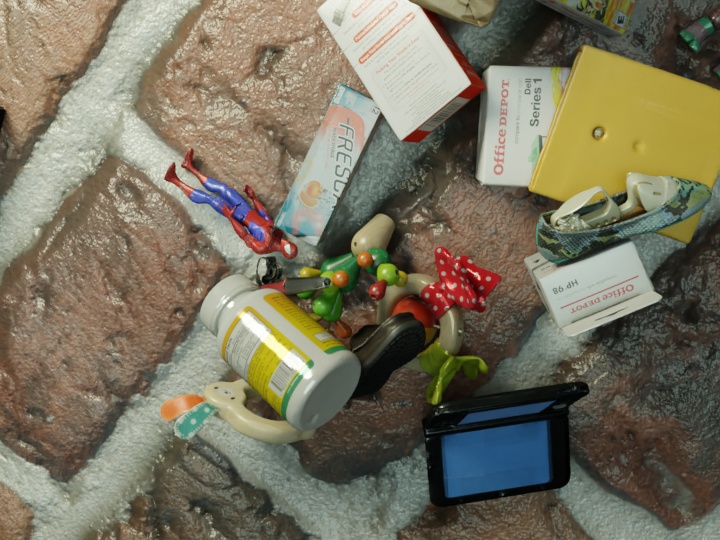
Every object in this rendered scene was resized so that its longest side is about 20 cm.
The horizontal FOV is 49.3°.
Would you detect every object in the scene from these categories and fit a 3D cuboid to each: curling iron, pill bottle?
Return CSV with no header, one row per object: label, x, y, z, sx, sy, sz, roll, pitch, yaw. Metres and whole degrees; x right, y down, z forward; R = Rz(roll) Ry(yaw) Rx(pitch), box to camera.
curling iron,-0.090,0.010,0.987,0.025,0.200,0.050,-2,95,-28
pill bottle,-0.104,0.093,0.961,0.200,0.113,0.113,37,102,27

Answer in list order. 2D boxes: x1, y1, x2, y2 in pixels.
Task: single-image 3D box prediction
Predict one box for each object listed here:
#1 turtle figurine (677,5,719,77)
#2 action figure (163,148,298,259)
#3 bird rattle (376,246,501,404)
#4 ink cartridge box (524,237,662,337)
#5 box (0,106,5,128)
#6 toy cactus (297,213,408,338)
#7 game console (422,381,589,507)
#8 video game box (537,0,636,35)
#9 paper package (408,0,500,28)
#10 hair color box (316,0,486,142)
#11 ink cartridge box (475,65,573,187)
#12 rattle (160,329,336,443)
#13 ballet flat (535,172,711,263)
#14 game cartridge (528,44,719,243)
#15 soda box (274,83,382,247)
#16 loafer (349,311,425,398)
turtle figurine,0.482,-0.319,0.915,0.150,0.101,0.200,49,116,12
action figure,-0.163,-0.081,1.035,0.200,0.065,0.052,39,130,-2
bird rattle,0.087,0.066,1.007,0.162,0.112,0.201,9,113,35
ink cartridge box,0.271,0.007,0.936,0.115,0.200,0.067,-24,97,8
box,-0.608,-0.174,1.054,0.199,0.086,0.165,20,101,2
toy cactus,0.000,0.000,0.998,0.102,0.200,0.165,42,60,-13
game console,0.188,0.227,1.009,0.199,0.176,0.117,-8,71,-6
video game box,0.269,-0.397,0.902,0.181,0.047,0.201,10,102,-33
paper package,0.126,-0.391,0.866,0.103,0.200,0.191,18,118,-2
hair color box,0.048,-0.269,0.951,0.111,0.064,0.201,-36,81,25
ink cartridge box,0.248,-0.174,0.968,0.199,0.084,0.146,3,100,5
rattle,-0.142,0.145,1.012,0.199,0.131,0.143,14,127,-19
ballet flat,0.289,-0.070,0.871,0.199,0.074,0.075,-23,96,5
game cartridge,0.319,-0.145,0.911,0.199,0.032,0.177,19,101,-2
soda box,-0.038,-0.135,1.010,0.063,0.068,0.201,26,100,1
loafer,0.015,0.099,0.998,0.073,0.200,0.072,-8,64,-30
